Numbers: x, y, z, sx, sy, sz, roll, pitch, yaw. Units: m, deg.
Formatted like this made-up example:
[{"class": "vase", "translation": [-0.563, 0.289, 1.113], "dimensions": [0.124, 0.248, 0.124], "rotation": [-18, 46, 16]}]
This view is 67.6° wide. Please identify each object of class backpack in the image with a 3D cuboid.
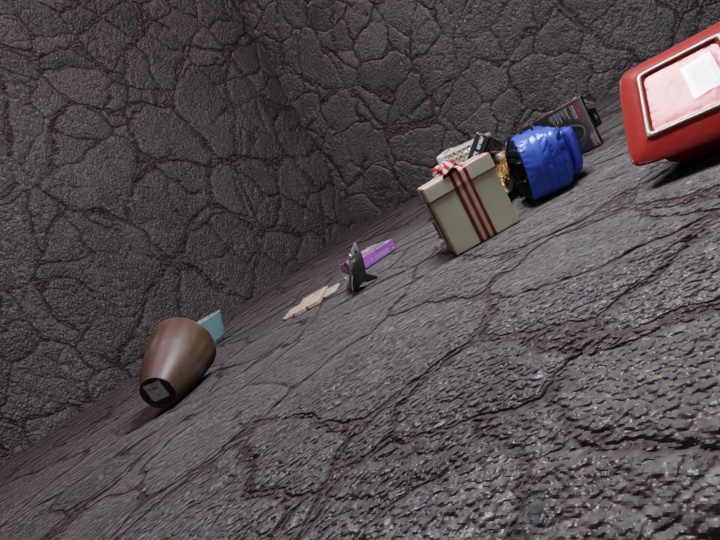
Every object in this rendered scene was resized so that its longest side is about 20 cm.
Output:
[{"class": "backpack", "translation": [0.424, -0.263, 1.248], "dimensions": [0.166, 0.165, 0.200], "rotation": [-24, 8, 17]}]

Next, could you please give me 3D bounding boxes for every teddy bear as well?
[{"class": "teddy bear", "translation": [0.372, -0.251, 1.455], "dimensions": [0.145, 0.066, 0.203], "rotation": [129, 164, -79]}]

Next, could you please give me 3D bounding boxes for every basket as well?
[{"class": "basket", "translation": [0.365, -0.318, 1.716], "dimensions": [0.159, 0.202, 0.198], "rotation": [-23, 8, 27]}]

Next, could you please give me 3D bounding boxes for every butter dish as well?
[{"class": "butter dish", "translation": [0.541, -0.255, 0.854], "dimensions": [0.198, 0.147, 0.203], "rotation": [-23, 52, 44]}]

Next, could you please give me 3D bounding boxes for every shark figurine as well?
[{"class": "shark figurine", "translation": [-0.001, 0.018, 1.473], "dimensions": [0.088, 0.130, 0.215], "rotation": [-5, -16, -10]}]

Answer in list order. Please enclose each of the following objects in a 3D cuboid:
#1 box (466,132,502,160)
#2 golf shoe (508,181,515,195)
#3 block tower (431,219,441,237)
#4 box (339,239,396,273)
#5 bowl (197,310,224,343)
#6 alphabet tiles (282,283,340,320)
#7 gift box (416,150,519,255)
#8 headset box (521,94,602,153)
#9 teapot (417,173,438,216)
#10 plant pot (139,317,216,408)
[{"class": "box", "translation": [0.331, -0.277, 1.513], "dimensions": [0.047, 0.196, 0.199], "rotation": [21, 13, 21]}, {"class": "golf shoe", "translation": [0.452, -0.276, 1.534], "dimensions": [0.198, 0.089, 0.077], "rotation": [-31, 9, 6]}, {"class": "block tower", "translation": [0.265, -0.135, 1.442], "dimensions": [0.054, 0.058, 0.200], "rotation": [-32, 6, -21]}, {"class": "box", "translation": [0.022, -0.045, 1.854], "dimensions": [0.136, 0.040, 0.199], "rotation": [-33, 8, -24]}, {"class": "bowl", "translation": [-0.612, 0.251, 2.101], "dimensions": [0.199, 0.106, 0.201], "rotation": [-29, 8, 4]}, {"class": "alphabet tiles", "translation": [-0.155, 0.095, 1.705], "dimensions": [0.194, 0.015, 0.200], "rotation": [-29, 8, 10]}, {"class": "gift box", "translation": [0.245, -0.170, 1.224], "dimensions": [0.198, 0.189, 0.185], "rotation": [-30, 8, 0]}, {"class": "headset box", "translation": [0.592, -0.399, 1.558], "dimensions": [0.198, 0.150, 0.077], "rotation": [-24, 9, 32]}, {"class": "teapot", "translation": [0.316, -0.302, 2.010], "dimensions": [0.195, 0.148, 0.200], "rotation": [-28, 6, 7]}, {"class": "plant pot", "translation": [-0.495, 0.256, 1.403], "dimensions": [0.185, 0.188, 0.201], "rotation": [-28, 21, 14]}]
